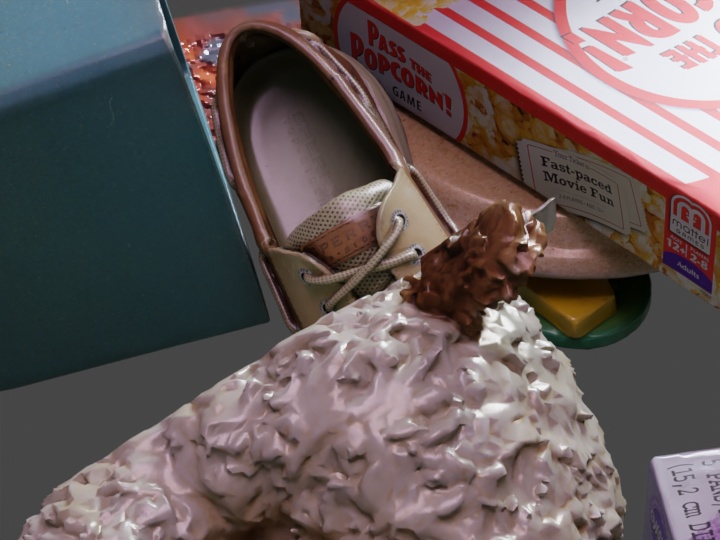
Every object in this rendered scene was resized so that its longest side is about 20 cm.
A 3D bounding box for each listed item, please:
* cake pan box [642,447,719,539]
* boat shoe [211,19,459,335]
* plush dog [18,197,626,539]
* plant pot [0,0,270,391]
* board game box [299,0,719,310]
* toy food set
[{"bbox_3d":[0.193,0.126,0.766,0.183,0.052,0.201,-6,46,-5],"label":"cake pan box"},{"bbox_3d":[0.000,0.000,0.852,0.075,0.074,0.201,-33,64,5],"label":"boat shoe"},{"bbox_3d":[0.034,0.090,0.693,0.200,0.160,0.172,-22,78,-54],"label":"plush dog"},{"bbox_3d":[-0.155,-0.042,0.887,0.199,0.142,0.142,-19,47,-2],"label":"plant pot"},{"bbox_3d":[0.100,-0.089,0.910,0.200,0.046,0.151,34,57,30],"label":"board game box"},{"bbox_3d":[0.076,-0.064,0.954,0.197,0.049,0.200,-32,53,-24],"label":"toy food set"}]
